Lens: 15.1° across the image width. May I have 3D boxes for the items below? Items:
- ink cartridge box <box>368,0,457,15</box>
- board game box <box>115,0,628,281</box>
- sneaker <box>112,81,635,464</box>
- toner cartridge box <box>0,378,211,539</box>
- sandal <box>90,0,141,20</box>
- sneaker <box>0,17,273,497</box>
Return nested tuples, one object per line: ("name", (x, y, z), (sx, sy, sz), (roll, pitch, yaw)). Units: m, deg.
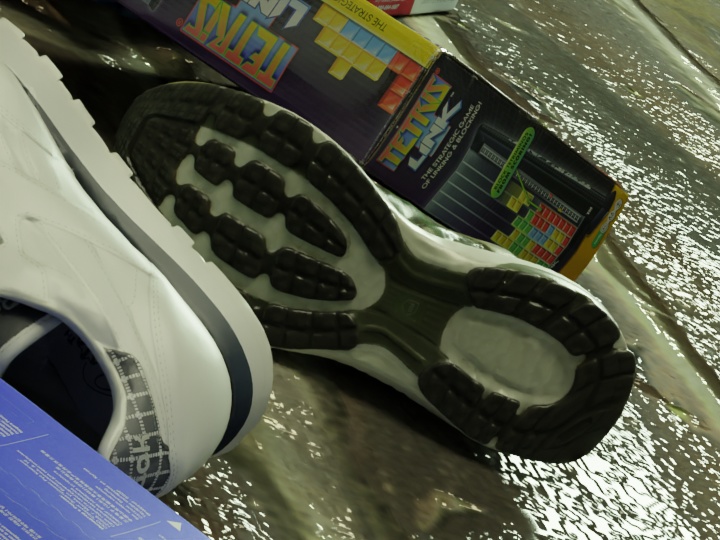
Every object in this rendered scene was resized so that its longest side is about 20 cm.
("ink cartridge box", (0.016, -0.257, 1.442), (0.145, 0.200, 0.145), (34, 19, 17))
("board game box", (-0.011, -0.079, 1.072), (0.200, 0.057, 0.165), (36, 4, 36))
("sneaker", (0.000, 0.000, 0.960), (0.200, 0.077, 0.089), (32, 4, -6))
("toner cartridge box", (-0.072, 0.083, 0.641), (0.200, 0.043, 0.095), (35, 20, 20))
("sandal", (-0.112, -0.138, 1.147), (0.200, 0.080, 0.087), (8, 29, -30))
("sneaker", (-0.115, -0.014, 0.775), (0.200, 0.076, 0.080), (41, 34, 13))
